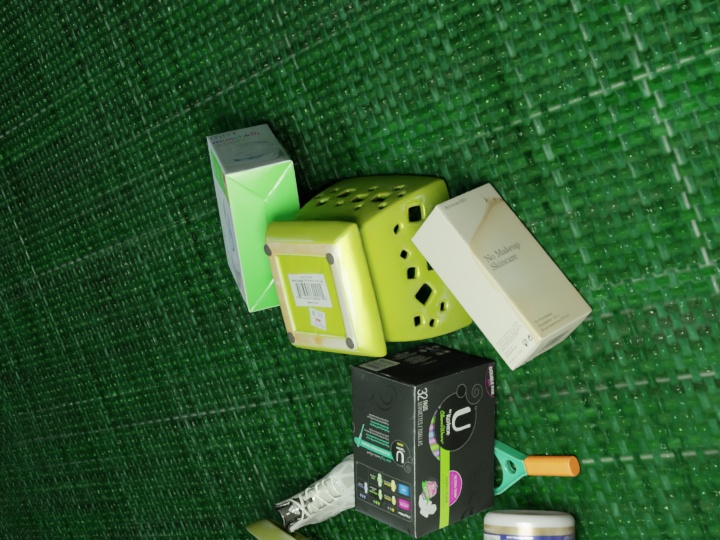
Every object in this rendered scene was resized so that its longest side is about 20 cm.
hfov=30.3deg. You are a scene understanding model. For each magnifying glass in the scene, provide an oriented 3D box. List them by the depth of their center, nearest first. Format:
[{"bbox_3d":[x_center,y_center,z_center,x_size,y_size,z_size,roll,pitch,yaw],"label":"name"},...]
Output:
[{"bbox_3d":[0.201,0.251,1.711,0.199,0.022,0.080,-10,100,50],"label":"magnifying glass"}]

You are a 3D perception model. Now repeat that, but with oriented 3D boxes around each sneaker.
[{"bbox_3d":[-0.056,0.345,1.978,0.076,0.115,0.200,58,140,10],"label":"sneaker"}]

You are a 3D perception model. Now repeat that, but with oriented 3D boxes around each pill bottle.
[{"bbox_3d":[0.210,0.402,1.652,0.115,0.115,0.202,-6,81,50],"label":"pill bottle"}]

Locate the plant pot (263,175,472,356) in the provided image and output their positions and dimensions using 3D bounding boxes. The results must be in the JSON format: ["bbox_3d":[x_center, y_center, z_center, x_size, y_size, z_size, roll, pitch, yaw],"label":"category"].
[{"bbox_3d":[0.000,0.000,1.687,0.199,0.181,0.201,4,112,49],"label":"plant pot"}]

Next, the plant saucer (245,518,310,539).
[{"bbox_3d":[-0.084,0.432,2.042,0.199,0.031,0.200,31,172,5],"label":"plant saucer"}]

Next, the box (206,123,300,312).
[{"bbox_3d":[-0.137,-0.076,1.815,0.177,0.096,0.202,-124,24,-62],"label":"box"}]

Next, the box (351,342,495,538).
[{"bbox_3d":[0.081,0.214,1.708,0.124,0.148,0.202,13,110,47],"label":"box"}]

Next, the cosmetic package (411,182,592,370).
[{"bbox_3d":[0.165,0.005,1.562,0.200,0.103,0.073,53,138,14],"label":"cosmetic package"}]
